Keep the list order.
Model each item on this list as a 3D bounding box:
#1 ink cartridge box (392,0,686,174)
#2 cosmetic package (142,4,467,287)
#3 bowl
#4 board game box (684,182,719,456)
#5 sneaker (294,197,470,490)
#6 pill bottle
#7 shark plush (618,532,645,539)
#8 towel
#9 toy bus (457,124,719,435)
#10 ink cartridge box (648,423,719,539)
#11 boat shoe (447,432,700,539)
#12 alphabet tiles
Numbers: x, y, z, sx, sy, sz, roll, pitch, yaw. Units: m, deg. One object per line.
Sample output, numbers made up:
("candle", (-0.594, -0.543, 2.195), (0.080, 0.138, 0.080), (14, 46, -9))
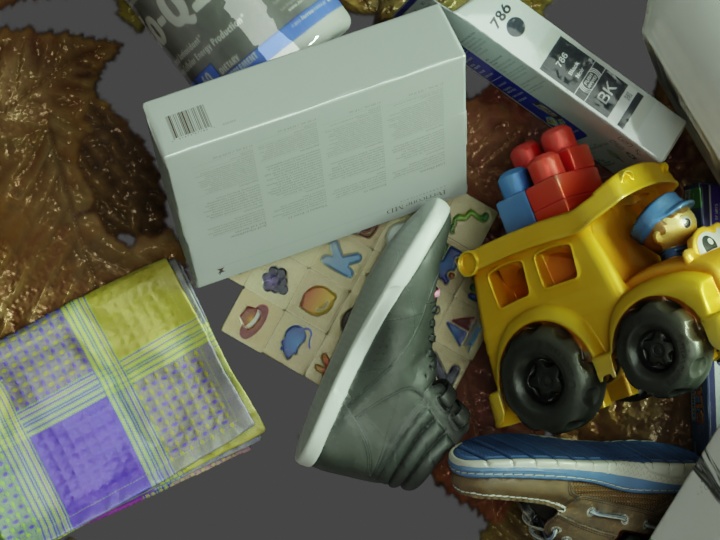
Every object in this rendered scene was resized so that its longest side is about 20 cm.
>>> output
("ink cartridge box", (0.119, -0.138, 1.162), (0.199, 0.099, 0.039), (34, 84, -8))
("cosmetic package", (-0.030, -0.077, 1.108), (0.198, 0.151, 0.052), (-19, 57, -8))
("bowl", (0.251, -0.109, 1.126), (0.074, 0.200, 0.201), (-29, 72, 8))
("board game box", (0.301, 0.038, 1.218), (0.134, 0.034, 0.202), (-1, 89, -9))
("sneaker", (0.039, 0.056, 1.160), (0.098, 0.071, 0.202), (24, 93, -9))
("pill bottle", (-0.107, -0.207, 1.122), (0.113, 0.114, 0.201), (-39, 94, -7))
("shark plush", (0.240, 0.264, 1.183), (0.199, 0.083, 0.091), (31, 85, -7))
("towel", (-0.179, 0.092, 1.155), (0.198, 0.023, 0.145), (-25, 94, -8))
("toy bus", (0.165, -0.007, 1.119), (0.135, 0.199, 0.194), (-11, 82, -50))
("ink cartridge box", (0.284, 0.155, 1.121), (0.145, 0.084, 0.201), (1, 126, -38))
("boat shoe", (0.146, 0.154, 1.158), (0.198, 0.072, 0.073), (6, 98, -25))
("alphabet tiles", (0.000, 0.000, 1.190), (0.199, 0.006, 0.168), (29, 86, -7))
